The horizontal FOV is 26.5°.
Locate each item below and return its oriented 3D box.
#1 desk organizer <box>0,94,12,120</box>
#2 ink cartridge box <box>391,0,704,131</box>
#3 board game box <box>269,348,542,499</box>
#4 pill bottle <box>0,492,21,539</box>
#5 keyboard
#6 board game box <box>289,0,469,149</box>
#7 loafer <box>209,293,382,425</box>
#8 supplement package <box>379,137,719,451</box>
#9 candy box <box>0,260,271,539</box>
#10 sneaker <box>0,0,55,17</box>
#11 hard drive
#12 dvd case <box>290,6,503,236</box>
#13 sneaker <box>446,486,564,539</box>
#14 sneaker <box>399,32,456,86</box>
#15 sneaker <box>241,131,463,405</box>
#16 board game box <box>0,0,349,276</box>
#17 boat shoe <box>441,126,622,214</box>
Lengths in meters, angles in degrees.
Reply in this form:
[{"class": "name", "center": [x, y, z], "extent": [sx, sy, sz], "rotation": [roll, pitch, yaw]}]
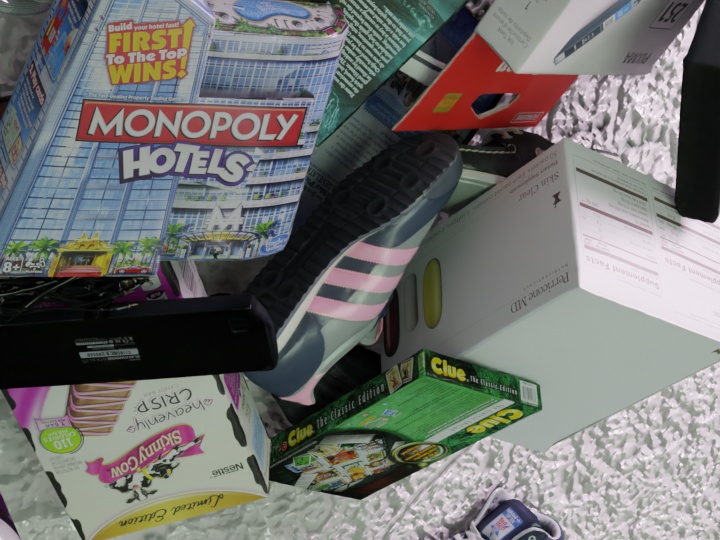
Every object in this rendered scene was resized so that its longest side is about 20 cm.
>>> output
[{"class": "desk organizer", "center": [-0.236, -0.050, 0.895], "extent": [0.198, 0.077, 0.073], "rotation": [-14, 118, -22]}, {"class": "ink cartridge box", "center": [0.133, -0.143, 0.980], "extent": [0.199, 0.045, 0.177], "rotation": [-10, 143, -56]}, {"class": "board game box", "center": [0.020, 0.110, 1.045], "extent": [0.104, 0.024, 0.199], "rotation": [21, 144, -33]}, {"class": "pill bottle", "center": [-0.261, 0.166, 0.906], "extent": [0.111, 0.200, 0.114], "rotation": [-11, 118, -22]}, {"class": "keyboard", "center": [-0.150, 0.027, 0.901], "extent": [0.197, 0.040, 0.105], "rotation": [-4, 146, 1]}, {"class": "board game box", "center": [-0.049, -0.185, 0.881], "extent": [0.135, 0.028, 0.200], "rotation": [-41, 108, 18]}, {"class": "loafer", "center": [-0.035, 0.075, 1.063], "extent": [0.200, 0.068, 0.071], "rotation": [29, 91, -38]}, {"class": "supplement package", "center": [0.130, 0.025, 1.039], "extent": [0.155, 0.112, 0.199], "rotation": [19, 144, -32]}, {"class": "candy box", "center": [-0.151, 0.071, 0.977], "extent": [0.135, 0.061, 0.202], "rotation": [-16, 122, 8]}, {"class": "sneaker", "center": [-0.221, -0.206, 0.808], "extent": [0.199, 0.115, 0.075], "rotation": [36, 93, -35]}, {"class": "hard drive", "center": [0.245, -0.151, 0.997], "extent": [0.140, 0.033, 0.201], "rotation": [79, 30, -51]}, {"class": "dvd case", "center": [0.008, -0.100, 1.036], "extent": [0.142, 0.018, 0.201], "rotation": [34, 93, -35]}, {"class": "sneaker", "center": [0.075, 0.231, 1.190], "extent": [0.198, 0.070, 0.110], "rotation": [4, 116, -36]}, {"class": "sneaker", "center": [-0.006, -0.187, 0.939], "extent": [0.199, 0.078, 0.080], "rotation": [31, 98, -23]}, {"class": "sneaker", "center": [0.000, 0.000, 0.986], "extent": [0.200, 0.070, 0.082], "rotation": [-44, 129, -2]}, {"class": "board game box", "center": [-0.103, -0.094, 0.829], "extent": [0.198, 0.062, 0.201], "rotation": [-1, 128, -26]}, {"class": "boat shoe", "center": [0.110, -0.068, 1.072], "extent": [0.199, 0.075, 0.061], "rotation": [12, 73, -41]}]
